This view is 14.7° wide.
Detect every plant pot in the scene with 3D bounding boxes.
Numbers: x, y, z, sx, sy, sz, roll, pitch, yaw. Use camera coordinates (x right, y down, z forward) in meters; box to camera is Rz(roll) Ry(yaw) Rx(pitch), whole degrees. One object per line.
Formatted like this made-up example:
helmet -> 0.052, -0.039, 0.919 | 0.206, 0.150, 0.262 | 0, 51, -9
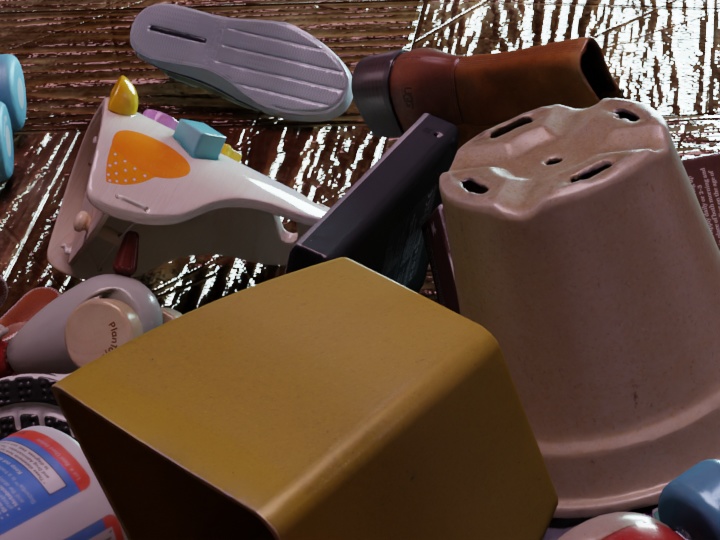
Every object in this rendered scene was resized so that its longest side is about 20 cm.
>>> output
plant pot -> -0.012, 0.112, 1.494 | 0.176, 0.200, 0.200 | -39, 39, -22
plant pot -> 0.132, 0.010, 1.594 | 0.200, 0.184, 0.201 | -14, 24, 7

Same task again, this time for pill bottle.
pill bottle -> -0.235, 0.175, 1.556 | 0.200, 0.113, 0.112 | -27, 34, -37

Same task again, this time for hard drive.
hard drive -> 0.000, 0.000, 1.817 | 0.033, 0.140, 0.200 | 23, 35, 15

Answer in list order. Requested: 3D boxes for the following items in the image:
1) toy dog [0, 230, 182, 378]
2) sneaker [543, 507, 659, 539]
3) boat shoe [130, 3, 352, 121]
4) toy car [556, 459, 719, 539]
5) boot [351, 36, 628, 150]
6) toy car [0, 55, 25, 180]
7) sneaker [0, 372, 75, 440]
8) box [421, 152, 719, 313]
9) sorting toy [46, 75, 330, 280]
toy dog -> -0.208, 0.024, 1.835 | 0.199, 0.097, 0.132 | 0, -6, 1
sneaker -> 0.157, 0.154, 1.570 | 0.199, 0.075, 0.088 | -9, 23, -6
boat shoe -> -0.089, -0.165, 2.231 | 0.199, 0.072, 0.062 | 21, -8, 23
toy car -> 0.166, 0.228, 1.339 | 0.184, 0.177, 0.200 | -32, 49, -23
boot -> 0.118, -0.087, 1.887 | 0.199, 0.189, 0.069 | -1, 43, 37
toy car -> -0.365, -0.174, 2.135 | 0.184, 0.201, 0.177 | -4, 27, 2
sneaker -> -0.150, 0.094, 1.755 | 0.199, 0.074, 0.080 | 0, 10, 11
box -> 0.149, -0.007, 1.828 | 0.199, 0.101, 0.075 | -10, -9, -12
sorting toy -> -0.107, -0.046, 1.915 | 0.179, 0.107, 0.200 | 17, -15, -11
